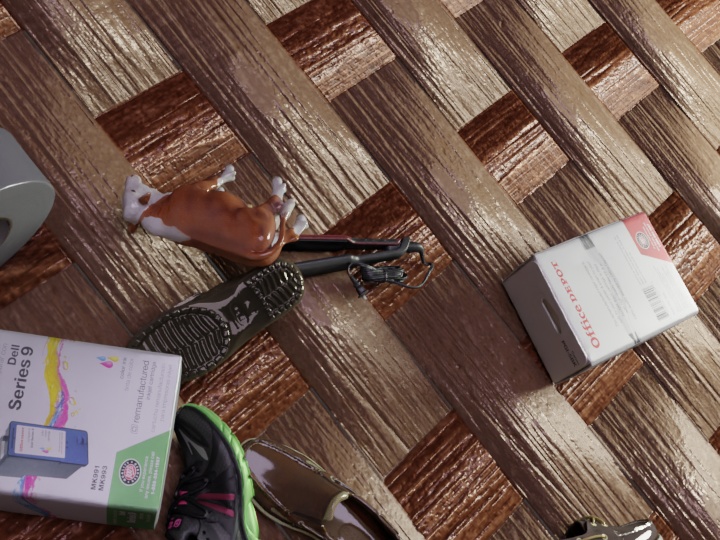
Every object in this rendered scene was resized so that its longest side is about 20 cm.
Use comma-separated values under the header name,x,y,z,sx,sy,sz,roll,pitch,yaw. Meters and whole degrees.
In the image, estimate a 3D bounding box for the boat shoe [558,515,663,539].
name,x,y,z,sx,sy,sz,roll,pitch,yaw
boat shoe,0.245,0.304,1.098,0.198,0.072,0.060,-14,77,-23

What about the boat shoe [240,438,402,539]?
name,x,y,z,sx,sy,sz,roll,pitch,yaw
boat shoe,-0.036,0.230,0.996,0.201,0.075,0.075,36,58,-6

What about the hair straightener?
name,x,y,z,sx,sy,sz,roll,pitch,yaw
hair straightener,0.000,0.000,1.142,0.198,0.041,0.078,1,68,-29

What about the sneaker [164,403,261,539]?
name,x,y,z,sx,sy,sz,roll,pitch,yaw
sneaker,-0.147,0.223,0.949,0.083,0.077,0.202,-7,70,-31

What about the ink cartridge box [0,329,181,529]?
name,x,y,z,sx,sy,sz,roll,pitch,yaw
ink cartridge box,-0.270,0.143,0.904,0.197,0.088,0.147,10,65,-8

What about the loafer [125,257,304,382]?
name,x,y,z,sx,sy,sz,roll,pitch,yaw
loafer,-0.148,0.055,1.030,0.198,0.067,0.077,-27,93,-15

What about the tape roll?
name,x,y,z,sx,sy,sz,roll,pitch,yaw
tape roll,-0.372,-0.037,0.886,0.066,0.200,0.200,49,58,3

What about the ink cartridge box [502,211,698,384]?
name,x,y,z,sx,sy,sz,roll,pitch,yaw
ink cartridge box,0.294,0.032,1.229,0.198,0.083,0.148,-19,76,-30

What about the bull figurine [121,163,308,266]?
name,x,y,z,sx,sy,sz,roll,pitch,yaw
bull figurine,-0.153,-0.060,1.046,0.198,0.066,0.121,23,44,24
